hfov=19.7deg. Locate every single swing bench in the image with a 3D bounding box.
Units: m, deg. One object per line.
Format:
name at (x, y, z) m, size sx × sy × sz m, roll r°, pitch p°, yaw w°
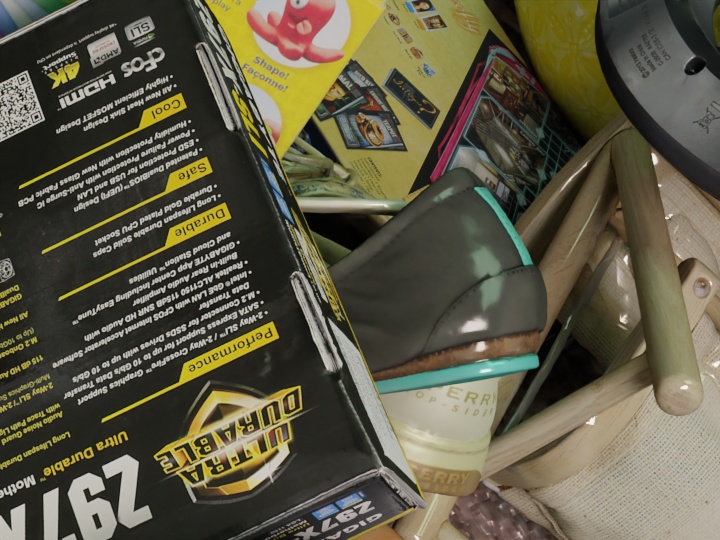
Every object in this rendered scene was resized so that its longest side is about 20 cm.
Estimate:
swing bench at (0.142, 0.062, 0.734) m, size 0.199 × 0.130 × 0.200 m, roll 43°, pitch 39°, yaw -17°

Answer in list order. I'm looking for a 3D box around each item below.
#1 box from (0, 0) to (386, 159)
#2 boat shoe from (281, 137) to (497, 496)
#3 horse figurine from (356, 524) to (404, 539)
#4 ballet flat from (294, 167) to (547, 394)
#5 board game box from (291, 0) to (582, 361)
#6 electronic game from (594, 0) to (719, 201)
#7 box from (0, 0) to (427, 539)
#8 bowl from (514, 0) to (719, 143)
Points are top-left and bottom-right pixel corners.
box at (-0.078, -0.060, 0.627) m, size 0.117 × 0.200 × 0.048 m, roll 28°, pitch 30°, yaw -17°
boat shoe at (0.000, 0.000, 0.695) m, size 0.073 × 0.063 × 0.200 m, roll 11°, pitch 22°, yaw -30°
horse figurine at (-0.005, 0.134, 0.640) m, size 0.132 × 0.050 × 0.201 m, roll -16°, pitch 70°, yaw -37°
ballet flat at (-0.041, 0.018, 0.605) m, size 0.068 × 0.199 × 0.069 m, roll 0°, pitch 75°, yaw -70°
board game box at (0.024, -0.053, 0.829) m, size 0.135 × 0.035 × 0.201 m, roll -15°, pitch 67°, yaw -44°
electronic game at (0.177, -0.069, 0.698) m, size 0.198 × 0.042 × 0.201 m, roll 5°, pitch 43°, yaw -5°
box at (-0.105, 0.030, 0.550) m, size 0.160 × 0.199 × 0.049 m, roll 66°, pitch 5°, yaw 23°
bowl at (0.162, -0.075, 0.884) m, size 0.199 × 0.199 × 0.109 m, roll -6°, pitch 103°, yaw -41°
